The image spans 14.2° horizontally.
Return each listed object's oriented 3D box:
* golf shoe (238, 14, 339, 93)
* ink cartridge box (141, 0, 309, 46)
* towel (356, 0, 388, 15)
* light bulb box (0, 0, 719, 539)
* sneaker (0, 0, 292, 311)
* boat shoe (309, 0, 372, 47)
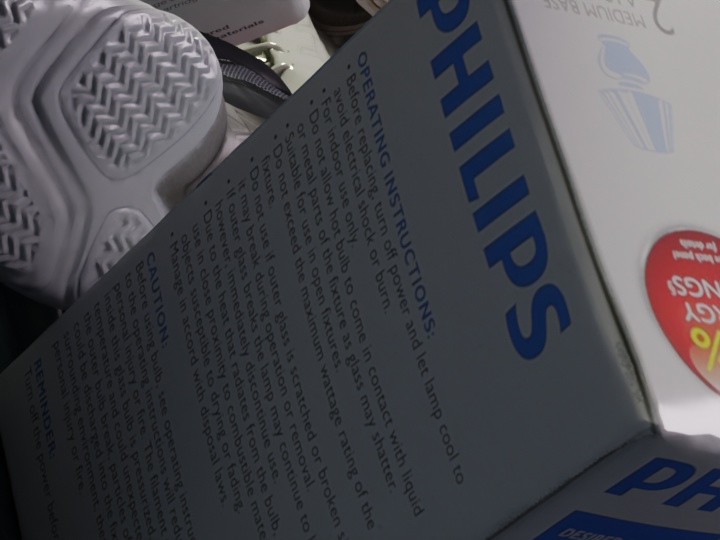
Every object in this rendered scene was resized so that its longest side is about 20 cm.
[{"bbox_3d":[-0.045,-0.073,1.088,0.092,0.075,0.200,59,3,-18],"label":"golf shoe"},{"bbox_3d":[-0.092,-0.162,0.852,0.200,0.082,0.146,54,18,-67],"label":"ink cartridge box"},{"bbox_3d":[-0.029,-0.185,1.174,0.200,0.031,0.149,40,33,-12],"label":"towel"},{"bbox_3d":[0.054,0.038,0.675,0.198,0.200,0.125,8,54,-40],"label":"light bulb box"},{"bbox_3d":[-0.068,-0.033,0.749,0.200,0.076,0.114,20,4,-45],"label":"sneaker"},{"bbox_3d":[-0.053,-0.174,1.227,0.202,0.074,0.065,59,-33,18],"label":"boat shoe"}]
